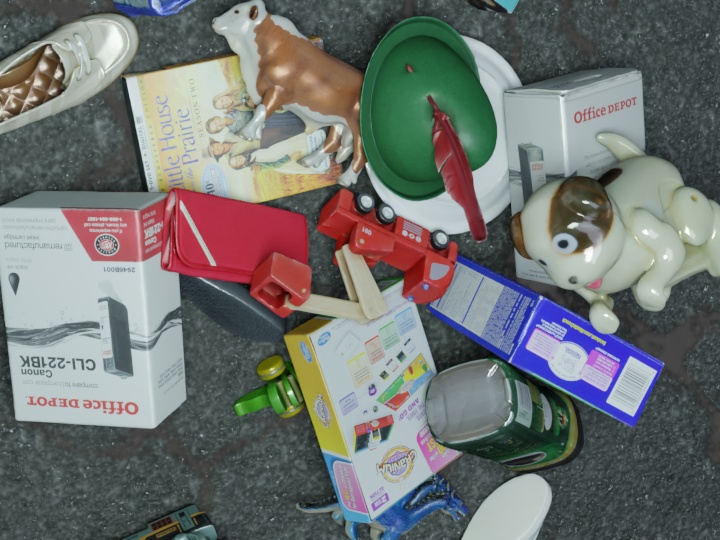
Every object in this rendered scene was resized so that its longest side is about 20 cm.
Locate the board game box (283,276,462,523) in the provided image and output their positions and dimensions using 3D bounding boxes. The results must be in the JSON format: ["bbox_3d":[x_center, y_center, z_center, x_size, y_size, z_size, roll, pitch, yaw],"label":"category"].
[{"bbox_3d":[0.016,0.128,1.270,0.152,0.040,0.202,-27,105,-41],"label":"board game box"}]

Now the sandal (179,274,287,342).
[{"bbox_3d":[-0.145,0.006,1.218,0.199,0.076,0.043,37,59,-25],"label":"sandal"}]

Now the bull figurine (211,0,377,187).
[{"bbox_3d":[-0.058,-0.167,1.181,0.198,0.065,0.123,24,94,-24],"label":"bull figurine"}]

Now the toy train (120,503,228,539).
[{"bbox_3d":[-0.218,0.303,1.229,0.198,0.114,0.086,-23,110,-15],"label":"toy train"}]

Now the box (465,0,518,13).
[{"bbox_3d":[0.068,-0.324,1.219,0.199,0.082,0.050,29,92,-24],"label":"box"}]

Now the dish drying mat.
[{"bbox_3d":[-0.112,-0.027,1.185,0.199,0.018,0.078,9,81,-55],"label":"dish drying mat"}]

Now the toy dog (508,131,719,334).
[{"bbox_3d":[0.239,-0.042,1.183,0.198,0.139,0.197,-7,83,-40],"label":"toy dog"}]

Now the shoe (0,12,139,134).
[{"bbox_3d":[-0.284,-0.169,1.127,0.199,0.053,0.071,-31,112,-13],"label":"shoe"}]

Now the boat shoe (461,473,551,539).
[{"bbox_3d":[0.155,0.323,1.413,0.201,0.072,0.068,-58,136,-8],"label":"boat shoe"}]

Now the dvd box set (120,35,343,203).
[{"bbox_3d":[-0.120,-0.136,1.214,0.198,0.029,0.148,-14,107,-19],"label":"dvd box set"}]

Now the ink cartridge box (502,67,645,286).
[{"bbox_3d":[0.227,-0.100,1.310,0.145,0.084,0.203,-20,112,-41],"label":"ink cartridge box"}]

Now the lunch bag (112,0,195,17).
[{"bbox_3d":[-0.145,-0.310,1.088,0.127,0.170,0.202,31,89,-24],"label":"lunch bag"}]

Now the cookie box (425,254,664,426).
[{"bbox_3d":[0.184,0.068,1.290,0.170,0.200,0.076,28,92,-24],"label":"cookie box"}]

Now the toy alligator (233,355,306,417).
[{"bbox_3d":[-0.038,0.099,1.287,0.198,0.054,0.060,-29,111,-14],"label":"toy alligator"}]

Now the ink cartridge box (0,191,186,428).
[{"bbox_3d":[-0.243,0.035,1.141,0.142,0.084,0.203,1,105,14],"label":"ink cartridge box"}]

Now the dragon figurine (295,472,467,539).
[{"bbox_3d":[0.020,0.241,1.340,0.198,0.059,0.100,26,91,-25],"label":"dragon figurine"}]

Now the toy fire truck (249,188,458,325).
[{"bbox_3d":[0.000,0.000,1.223,0.198,0.049,0.142,25,56,-20],"label":"toy fire truck"}]

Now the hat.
[{"bbox_3d":[0.111,-0.134,1.156,0.164,0.175,0.203,-2,97,-40],"label":"hat"}]

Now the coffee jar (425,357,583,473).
[{"bbox_3d":[0.156,0.155,1.314,0.199,0.103,0.086,29,49,-54],"label":"coffee jar"}]

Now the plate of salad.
[{"bbox_3d":[0.087,-0.139,1.288,0.197,0.048,0.203,-2,94,-24],"label":"plate of salad"}]
